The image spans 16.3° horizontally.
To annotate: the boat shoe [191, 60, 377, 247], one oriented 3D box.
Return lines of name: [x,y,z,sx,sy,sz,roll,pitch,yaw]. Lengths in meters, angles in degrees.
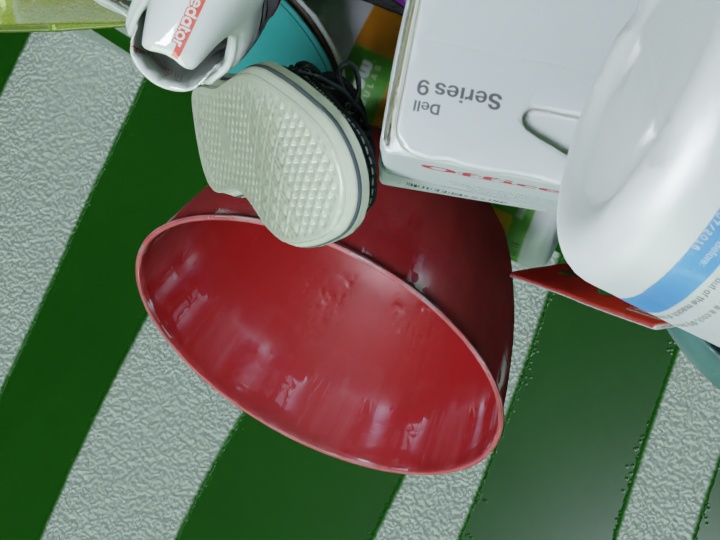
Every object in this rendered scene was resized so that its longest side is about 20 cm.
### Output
boat shoe: [-0.023,-0.055,1.062,0.062,0.075,0.200,-10,-170,-14]

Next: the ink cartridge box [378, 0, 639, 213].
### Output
ink cartridge box: [0.083,-0.068,1.008,0.144,0.088,0.200,10,-179,0]

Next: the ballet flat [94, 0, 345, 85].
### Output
ballet flat: [-0.092,-0.144,1.238,0.199,0.070,0.069,30,178,-19]

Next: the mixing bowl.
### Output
mixing bowl: [0.000,0.000,1.248,0.199,0.109,0.201,21,148,14]

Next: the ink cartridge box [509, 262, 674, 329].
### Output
ink cartridge box: [0.176,-0.016,1.132,0.172,0.044,0.200,-6,-172,-14]

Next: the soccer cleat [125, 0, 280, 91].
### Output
soccer cleat: [-0.070,-0.117,1.083,0.068,0.086,0.200,25,177,-6]

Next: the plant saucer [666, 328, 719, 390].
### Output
plant saucer: [0.232,0.026,1.388,0.199,0.036,0.201,21,-143,-16]

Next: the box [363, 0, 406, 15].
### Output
box: [-0.044,-0.169,1.154,0.199,0.036,0.143,23,177,34]

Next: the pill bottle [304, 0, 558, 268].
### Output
pill bottle: [0.027,-0.090,1.309,0.199,0.112,0.111,25,179,7]

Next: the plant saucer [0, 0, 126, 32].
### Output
plant saucer: [-0.185,-0.159,1.410,0.199,0.048,0.199,-6,-174,-45]

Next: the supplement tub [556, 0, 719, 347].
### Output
supplement tub: [0.173,-0.018,0.777,0.199,0.133,0.132,26,179,-11]
